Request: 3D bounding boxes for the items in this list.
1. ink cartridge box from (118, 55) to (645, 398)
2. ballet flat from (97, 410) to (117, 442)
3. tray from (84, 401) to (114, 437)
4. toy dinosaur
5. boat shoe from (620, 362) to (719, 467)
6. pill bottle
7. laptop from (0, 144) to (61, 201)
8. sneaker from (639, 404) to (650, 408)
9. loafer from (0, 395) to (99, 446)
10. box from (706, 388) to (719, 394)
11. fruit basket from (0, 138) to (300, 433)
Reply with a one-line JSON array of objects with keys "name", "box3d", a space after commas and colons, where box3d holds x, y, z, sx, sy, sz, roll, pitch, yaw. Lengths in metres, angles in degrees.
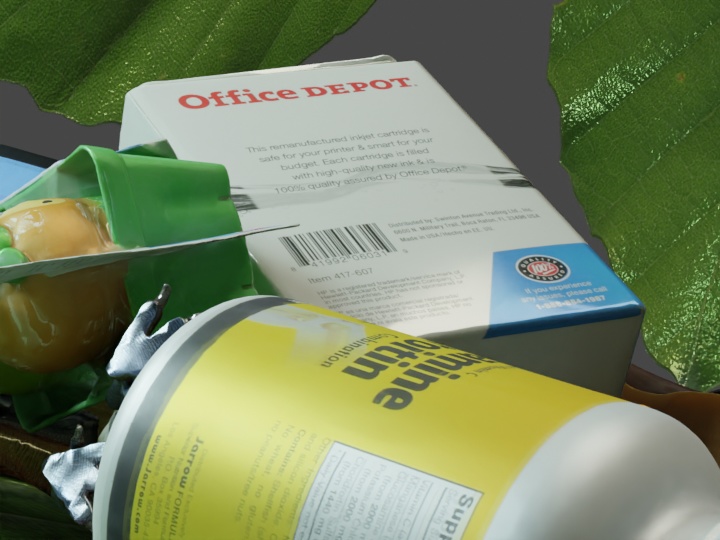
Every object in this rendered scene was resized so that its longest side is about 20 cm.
[{"name": "ink cartridge box", "box3d": [0.000, 0.000, 0.991, 0.145, 0.085, 0.200, -8, 36, -27]}, {"name": "ballet flat", "box3d": [-0.079, 0.081, 1.039, 0.071, 0.072, 0.200, 16, -2, 12]}, {"name": "tray", "box3d": [-0.051, 0.095, 1.196, 0.199, 0.037, 0.099, 17, 0, 18]}, {"name": "toy dinosaur", "box3d": [-0.042, 0.076, 0.858, 0.199, 0.106, 0.182, 5, -23, 26]}, {"name": "boat shoe", "box3d": [0.119, 0.078, 1.011, 0.070, 0.071, 0.200, 30, -6, -37]}, {"name": "pill bottle", "box3d": [0.031, 0.081, 0.647, 0.199, 0.113, 0.112, 16, 0, 37]}, {"name": "laptop", "box3d": [-0.184, -0.024, 1.180, 0.176, 0.104, 0.200, 15, -7, 30]}, {"name": "sneaker", "box3d": [0.089, 0.096, 0.893, 0.079, 0.077, 0.200, 55, 1, 11]}, {"name": "loafer", "box3d": [-0.205, 0.037, 1.036, 0.199, 0.063, 0.072, 16, 2, 0]}, {"name": "box", "box3d": [0.235, 0.066, 1.090, 0.199, 0.050, 0.198, -2, -12, -42]}, {"name": "fruit basket", "box3d": [-0.147, 0.009, 0.877, 0.199, 0.094, 0.185, -4, -10, -28]}]
